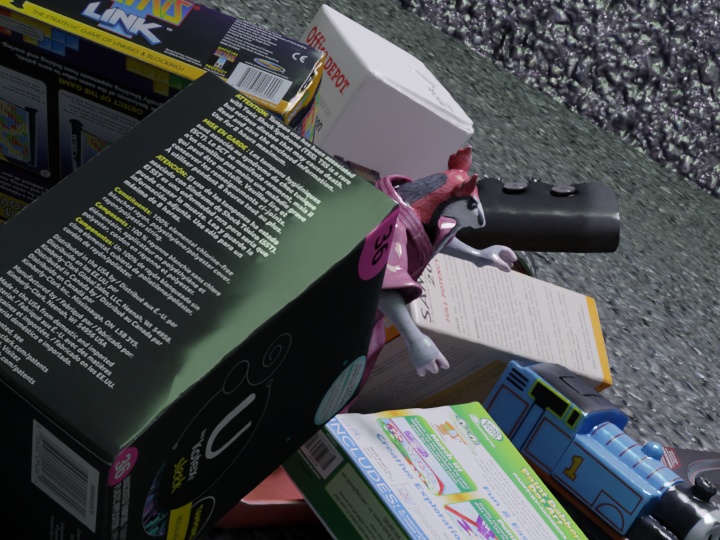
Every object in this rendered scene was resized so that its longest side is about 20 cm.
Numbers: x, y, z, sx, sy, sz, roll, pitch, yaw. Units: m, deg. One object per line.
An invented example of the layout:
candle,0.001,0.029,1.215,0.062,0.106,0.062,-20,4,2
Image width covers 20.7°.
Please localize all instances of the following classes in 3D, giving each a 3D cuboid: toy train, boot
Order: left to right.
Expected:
boot,0.091,-0.028,1.422,0.199,0.066,0.165,6,22,-7
toy train,0.149,0.148,1.270,0.200,0.115,0.087,39,18,31

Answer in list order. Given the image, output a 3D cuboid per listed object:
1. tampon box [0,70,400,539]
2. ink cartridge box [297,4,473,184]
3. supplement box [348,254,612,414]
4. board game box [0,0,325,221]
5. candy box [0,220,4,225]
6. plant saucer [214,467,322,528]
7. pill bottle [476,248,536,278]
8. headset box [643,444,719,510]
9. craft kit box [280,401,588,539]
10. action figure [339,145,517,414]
tampon box,-0.096,0.036,0.926,0.126,0.150,0.200,36,54,19
ink cartridge box,-0.032,-0.051,1.250,0.084,0.200,0.145,29,14,-24
supplement box,0.060,0.052,1.360,0.199,0.126,0.074,18,52,-41
board game box,-0.124,-0.075,1.046,0.199,0.166,0.057,22,51,10
candy box,-0.214,-0.065,1.190,0.199,0.056,0.117,20,40,-29
plant saucer,-0.079,0.090,1.172,0.200,0.037,0.199,39,17,31
pill bottle,0.084,0.015,1.573,0.115,0.116,0.200,29,15,-4
headset box,0.276,0.189,1.359,0.199,0.075,0.149,6,18,-3
craft kit box,0.071,0.164,1.125,0.200,0.049,0.197,52,25,21
action figure,0.000,0.000,1.150,0.149,0.200,0.134,37,20,3
